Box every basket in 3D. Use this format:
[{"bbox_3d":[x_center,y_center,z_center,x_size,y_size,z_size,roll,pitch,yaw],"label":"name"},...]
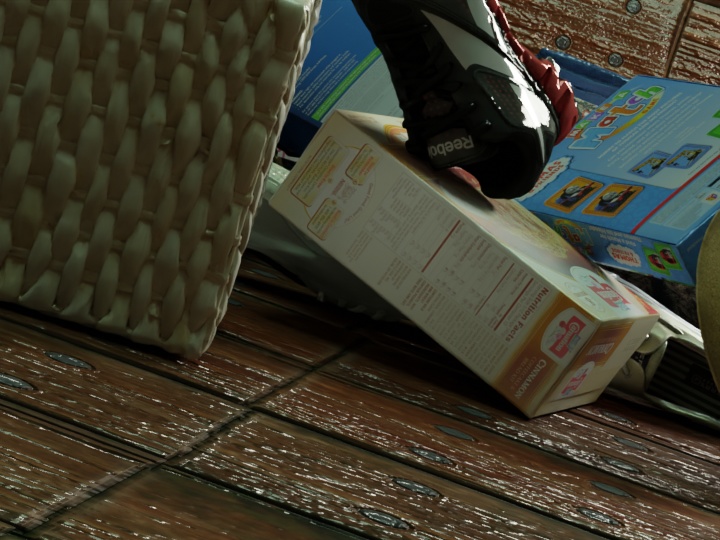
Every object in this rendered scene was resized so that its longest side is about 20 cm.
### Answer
[{"bbox_3d":[-0.134,-0.083,1.185,0.198,0.201,0.161,17,9,-6],"label":"basket"}]

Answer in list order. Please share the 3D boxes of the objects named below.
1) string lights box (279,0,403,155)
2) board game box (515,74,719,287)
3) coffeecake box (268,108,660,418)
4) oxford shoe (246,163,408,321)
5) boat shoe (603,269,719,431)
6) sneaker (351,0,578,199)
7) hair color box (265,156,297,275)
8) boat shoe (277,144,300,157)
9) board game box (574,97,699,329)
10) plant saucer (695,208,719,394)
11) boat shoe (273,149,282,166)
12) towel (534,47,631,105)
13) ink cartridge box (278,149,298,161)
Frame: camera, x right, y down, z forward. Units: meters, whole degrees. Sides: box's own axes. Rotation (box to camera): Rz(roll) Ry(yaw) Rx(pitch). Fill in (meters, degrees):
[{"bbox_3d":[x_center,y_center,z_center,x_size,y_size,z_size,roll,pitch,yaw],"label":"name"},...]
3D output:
[{"bbox_3d":[-0.027,-0.136,1.645,0.200,0.103,0.059,31,-21,36],"label":"string lights box"},{"bbox_3d":[0.190,-0.061,1.470,0.200,0.151,0.037,18,-39,56],"label":"board game box"},{"bbox_3d":[0.065,-0.006,1.392,0.200,0.073,0.153,39,12,15],"label":"coffeecake box"},{"bbox_3d":[0.000,0.000,1.495,0.200,0.058,0.075,30,11,-16],"label":"oxford shoe"},{"bbox_3d":[0.179,0.049,1.495,0.200,0.072,0.062,22,6,-7],"label":"boat shoe"},{"bbox_3d":[0.050,-0.115,1.345,0.071,0.098,0.200,-12,-44,39],"label":"sneaker"},{"bbox_3d":[-0.023,-0.032,1.654,0.111,0.064,0.200,16,8,-28],"label":"hair color box"},{"bbox_3d":[-0.035,-0.106,1.714,0.063,0.074,0.201,-22,36,-24],"label":"boat shoe"},{"bbox_3d":[0.161,-0.029,1.635,0.200,0.097,0.160,23,-25,15],"label":"board game box"},{"bbox_3d":[0.271,0.041,1.343,0.200,0.201,0.035,13,-28,-39],"label":"plant saucer"},{"bbox_3d":[-0.090,-0.077,1.553,0.068,0.072,0.200,-20,12,1],"label":"boat shoe"},{"bbox_3d":[0.149,-0.058,1.764,0.111,0.201,0.048,22,17,28],"label":"towel"},{"bbox_3d":[-0.051,-0.105,1.893,0.200,0.126,0.129,15,7,-21],"label":"ink cartridge box"}]
